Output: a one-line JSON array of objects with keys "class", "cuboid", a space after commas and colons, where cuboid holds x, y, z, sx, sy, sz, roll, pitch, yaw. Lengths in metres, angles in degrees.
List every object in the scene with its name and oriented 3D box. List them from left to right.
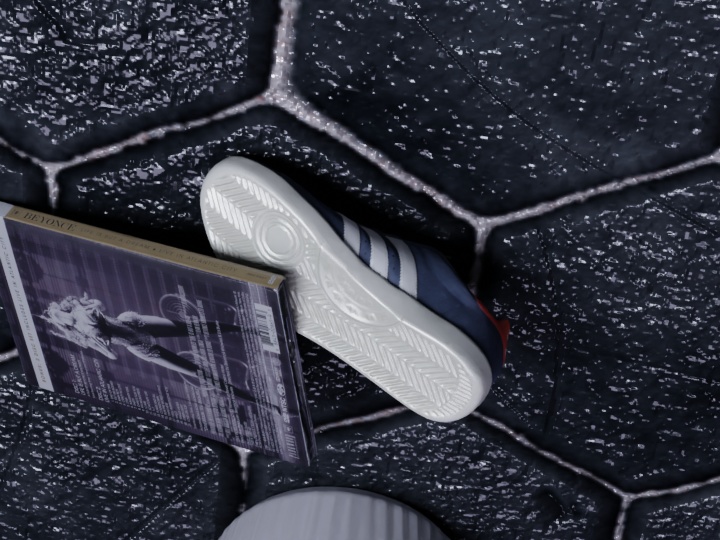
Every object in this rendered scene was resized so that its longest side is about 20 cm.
[{"class": "dvd case", "cuboid": [-0.123, 0.036, 1.347, 0.199, 0.016, 0.149, 14, 138, 22]}, {"class": "ramekin", "cuboid": [-0.017, 0.227, 1.511, 0.201, 0.095, 0.203, 3, 135, 3]}, {"class": "sneaker", "cuboid": [0.000, 0.000, 1.309, 0.200, 0.085, 0.075, 41, 128, 2]}]
